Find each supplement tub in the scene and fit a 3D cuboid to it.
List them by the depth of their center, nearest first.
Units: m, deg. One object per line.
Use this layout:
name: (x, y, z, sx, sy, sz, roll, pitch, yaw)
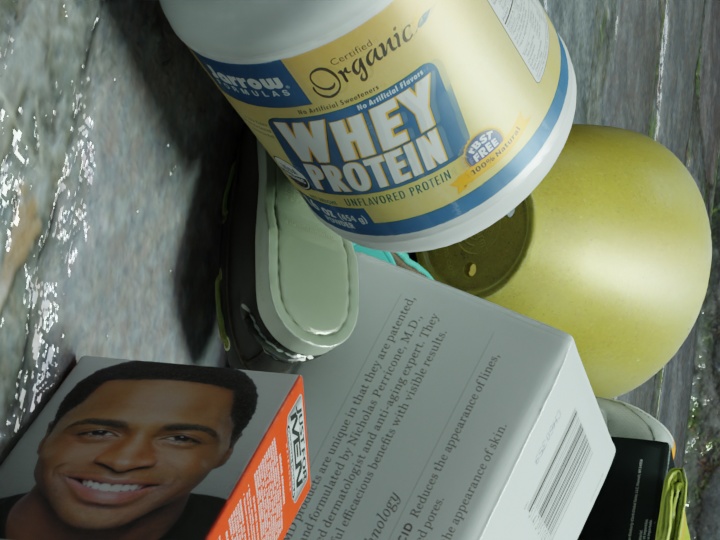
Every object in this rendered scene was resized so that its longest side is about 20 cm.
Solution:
supplement tub: (-0.002, -0.119, 0.907, 0.200, 0.144, 0.145, 52, 42, -43)

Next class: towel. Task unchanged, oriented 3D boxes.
towel: (0.198, 0.198, 1.255, 0.200, 0.018, 0.086, 67, 33, -59)

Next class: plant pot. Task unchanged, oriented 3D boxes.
plant pot: (0.120, -0.015, 1.402, 0.142, 0.200, 0.200, 14, 80, -49)

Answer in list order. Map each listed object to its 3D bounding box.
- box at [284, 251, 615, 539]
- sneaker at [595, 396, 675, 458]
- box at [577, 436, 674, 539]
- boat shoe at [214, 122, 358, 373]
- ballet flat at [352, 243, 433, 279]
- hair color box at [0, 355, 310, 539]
box: (0.029, 0.128, 1.077, 0.200, 0.131, 0.199, -63, 158, -14)
sneaker: (0.108, 0.100, 1.343, 0.092, 0.200, 0.076, 38, 68, -60)
box: (0.095, 0.183, 1.287, 0.149, 0.200, 0.125, 69, 30, -57)
boat shoe: (-0.037, -0.038, 1.022, 0.072, 0.061, 0.201, 26, 50, -26)
ballet flat: (0.000, 0.000, 1.147, 0.070, 0.067, 0.200, 59, -1, 28)
hair color box: (-0.095, 0.110, 0.770, 0.200, 0.101, 0.061, -61, 151, -58)
